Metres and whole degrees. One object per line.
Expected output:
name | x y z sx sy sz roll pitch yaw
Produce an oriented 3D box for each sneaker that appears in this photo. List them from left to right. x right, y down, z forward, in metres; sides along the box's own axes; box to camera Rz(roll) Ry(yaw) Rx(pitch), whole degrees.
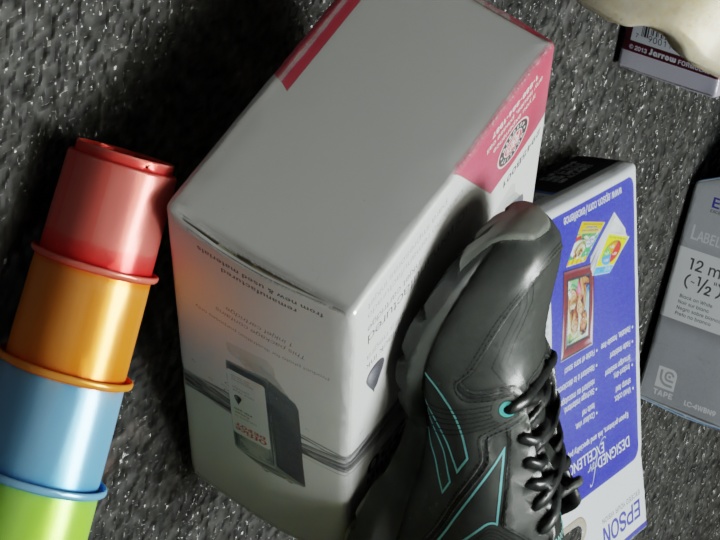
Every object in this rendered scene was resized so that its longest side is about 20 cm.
sneaker | 0.053 0.061 0.882 0.075 0.079 0.201 -42 155 -45

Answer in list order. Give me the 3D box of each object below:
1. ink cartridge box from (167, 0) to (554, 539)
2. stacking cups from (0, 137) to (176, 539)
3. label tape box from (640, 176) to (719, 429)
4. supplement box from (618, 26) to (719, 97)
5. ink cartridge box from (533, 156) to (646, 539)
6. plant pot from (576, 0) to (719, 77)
ink cartridge box | 0.000 0.000 0.907 0.146 0.085 0.200 -53 164 -27
stacking cups | -0.106 0.055 0.824 0.060 0.060 0.201 8 102 -61
label tape box | 0.244 -0.014 1.395 0.143 0.066 0.201 -7 112 -59
supplement box | 0.198 -0.199 1.190 0.109 0.061 0.201 -22 128 -55
ink cartridge box | 0.078 0.064 1.136 0.197 0.047 0.201 -27 120 -54
plant pot | 0.158 -0.190 1.017 0.200 0.200 0.184 7 114 -61
